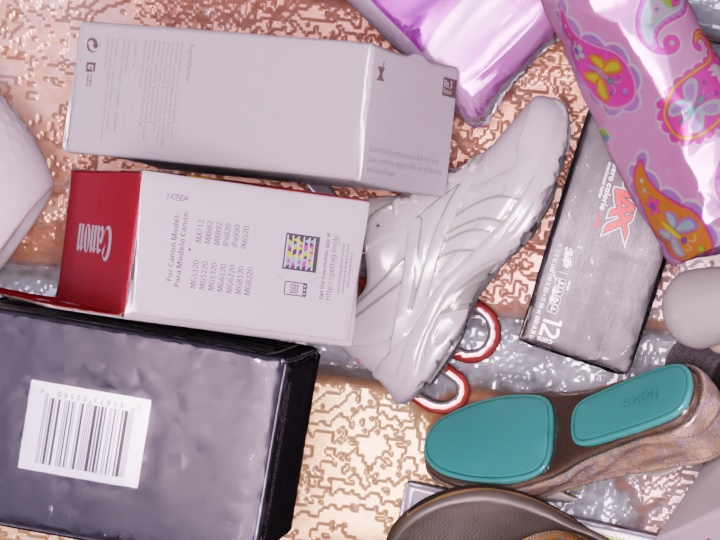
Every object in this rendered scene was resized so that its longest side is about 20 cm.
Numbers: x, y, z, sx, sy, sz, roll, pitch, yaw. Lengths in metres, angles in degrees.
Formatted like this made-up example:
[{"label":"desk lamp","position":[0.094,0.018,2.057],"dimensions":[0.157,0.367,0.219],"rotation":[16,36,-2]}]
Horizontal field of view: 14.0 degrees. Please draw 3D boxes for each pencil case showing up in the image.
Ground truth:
[{"label":"pencil case","position":[0.167,-0.103,1.647],"dimensions":[0.087,0.087,0.201],"rotation":[-28,91,4]}]

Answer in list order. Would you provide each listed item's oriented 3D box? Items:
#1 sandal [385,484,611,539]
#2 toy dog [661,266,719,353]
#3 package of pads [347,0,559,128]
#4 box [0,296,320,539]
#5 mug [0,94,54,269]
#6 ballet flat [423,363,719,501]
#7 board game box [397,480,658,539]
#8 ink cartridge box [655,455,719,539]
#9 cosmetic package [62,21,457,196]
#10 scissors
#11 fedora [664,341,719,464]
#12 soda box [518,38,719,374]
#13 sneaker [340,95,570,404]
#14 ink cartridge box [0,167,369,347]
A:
[{"label":"sandal","position":[0.109,0.184,1.680],"dimensions":[0.199,0.055,0.082],"rotation":[24,109,4]},{"label":"toy dog","position":[0.271,0.029,1.558],"dimensions":[0.199,0.097,0.132],"rotation":[18,60,39]},{"label":"package of pads","position":[0.041,-0.193,1.727],"dimensions":[0.120,0.076,0.200],"rotation":[-44,86,1]},{"label":"box","position":[-0.135,0.089,1.675],"dimensions":[0.198,0.198,0.124],"rotation":[10,92,5]},{"label":"mug","position":[-0.280,-0.057,1.693],"dimensions":[0.175,0.200,0.148],"rotation":[36,115,-1]},{"label":"ballet flat","position":[0.129,0.105,1.708],"dimensions":[0.199,0.067,0.068],"rotation":[-12,53,37]},{"label":"board game box","position":[0.112,0.206,1.731],"dimensions":[0.199,0.035,0.127],"rotation":[12,90,7]},{"label":"ink cartridge box","position":[0.283,0.173,1.634],"dimensions":[0.200,0.145,0.084],"rotation":[44,61,-5]},{"label":"cosmetic package","position":[-0.056,-0.093,1.683],"dimensions":[0.199,0.113,0.082],"rotation":[8,91,30]},{"label":"scissors","position":[0.000,0.000,1.757],"dimensions":[0.200,0.014,0.073],"rotation":[43,94,3]},{"label":"fedora","position":[0.282,0.071,1.680],"dimensions":[0.199,0.178,0.090],"rotation":[16,52,35]},{"label":"soda box","position":[0.154,-0.044,1.721],"dimensions":[0.070,0.063,0.201],"rotation":[17,91,4]},{"label":"sneaker","position":[0.046,-0.027,1.711],"dimensions":[0.099,0.078,0.201],"rotation":[34,90,3]},{"label":"ink cartridge box","position":[-0.108,-0.012,1.649],"dimensions":[0.174,0.200,0.085],"rotation":[7,90,-17]}]
